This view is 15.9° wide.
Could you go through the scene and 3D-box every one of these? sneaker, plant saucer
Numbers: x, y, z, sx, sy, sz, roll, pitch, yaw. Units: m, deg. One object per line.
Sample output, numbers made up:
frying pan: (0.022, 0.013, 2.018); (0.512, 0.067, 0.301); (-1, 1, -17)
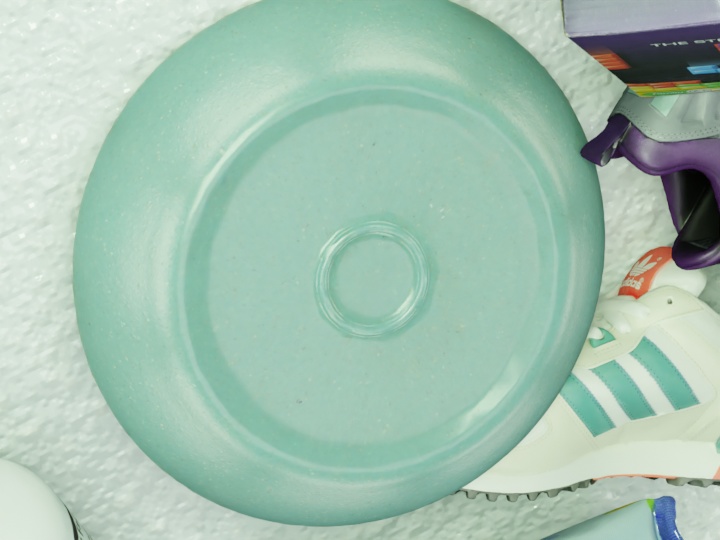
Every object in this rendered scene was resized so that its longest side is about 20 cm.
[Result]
sneaker: (0.092, 0.036, 1.007); (0.200, 0.070, 0.093); (0, 100, -20)
plant saucer: (0.000, 0.000, 0.909); (0.200, 0.036, 0.200); (-4, 104, -17)
sneaker: (0.161, -0.020, 0.980); (0.200, 0.074, 0.088); (41, 84, -29)

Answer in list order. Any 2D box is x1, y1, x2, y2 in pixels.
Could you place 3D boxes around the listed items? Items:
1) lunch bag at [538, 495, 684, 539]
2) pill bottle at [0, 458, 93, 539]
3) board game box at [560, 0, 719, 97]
lunch bag: (0.057, 0.189, 1.047); (0.170, 0.127, 0.200); (-19, 156, -12)
pill bottle: (-0.131, 0.145, 0.936); (0.112, 0.112, 0.200); (-34, 129, -1)
board game box: (0.173, -0.098, 0.815); (0.200, 0.165, 0.057); (-5, 87, 15)
